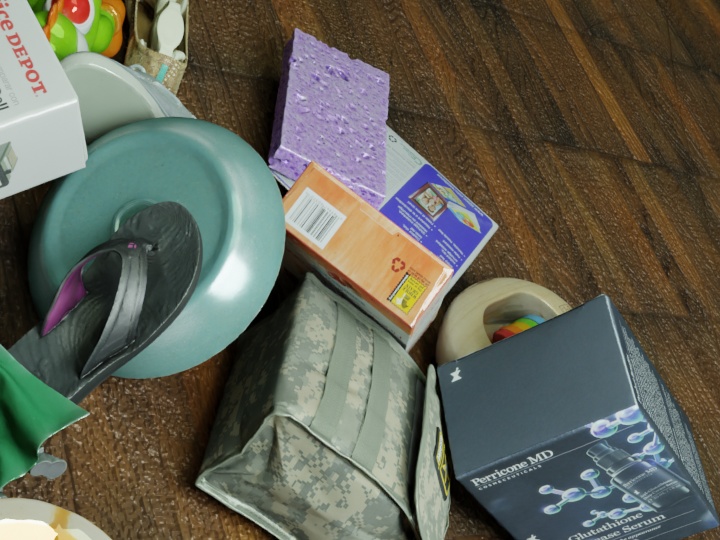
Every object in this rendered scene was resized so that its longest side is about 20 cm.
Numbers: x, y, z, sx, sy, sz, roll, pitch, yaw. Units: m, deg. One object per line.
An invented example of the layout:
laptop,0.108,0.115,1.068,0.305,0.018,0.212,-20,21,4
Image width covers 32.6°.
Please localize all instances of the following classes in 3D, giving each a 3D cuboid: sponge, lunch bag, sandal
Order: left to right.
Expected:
sandal,-0.176,0.032,0.810,0.075,0.048,0.201,34,73,19
sponge,-0.026,-0.144,1.163,0.110,0.030,0.202,24,38,-18
lunch bag,-0.003,0.130,0.910,0.199,0.117,0.165,39,32,-18

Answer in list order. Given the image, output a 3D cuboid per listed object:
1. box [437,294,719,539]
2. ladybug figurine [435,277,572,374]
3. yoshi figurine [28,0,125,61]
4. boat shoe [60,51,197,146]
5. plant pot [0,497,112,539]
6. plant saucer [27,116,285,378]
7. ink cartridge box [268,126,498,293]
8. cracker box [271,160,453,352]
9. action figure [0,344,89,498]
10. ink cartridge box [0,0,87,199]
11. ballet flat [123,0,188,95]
box,0.173,0.138,0.970,0.200,0.147,0.108,48,25,-41
ladybug figurine,0.136,0.076,1.122,0.199,0.072,0.137,-14,63,-48
yoshi figurine,-0.257,-0.173,1.019,0.201,0.111,0.113,-88,161,-61
boat shoe,-0.181,-0.123,0.991,0.201,0.069,0.072,45,23,-54
plant pot,-0.192,0.212,0.598,0.198,0.184,0.202,24,40,-22
plant saucer,-0.152,-0.026,0.877,0.202,0.198,0.036,60,0,23
ink cartridge box,0.018,-0.057,1.170,0.198,0.043,0.200,42,35,2
cracker box,0.000,0.000,0.976,0.133,0.058,0.200,37,-9,7
action figure,-0.262,0.067,0.768,0.118,0.055,0.200,-40,63,-11
ink cartridge box,-0.305,-0.112,0.834,0.198,0.084,0.147,-24,67,-20
ballet flat,-0.182,-0.233,1.146,0.070,0.065,0.202,17,43,-28
